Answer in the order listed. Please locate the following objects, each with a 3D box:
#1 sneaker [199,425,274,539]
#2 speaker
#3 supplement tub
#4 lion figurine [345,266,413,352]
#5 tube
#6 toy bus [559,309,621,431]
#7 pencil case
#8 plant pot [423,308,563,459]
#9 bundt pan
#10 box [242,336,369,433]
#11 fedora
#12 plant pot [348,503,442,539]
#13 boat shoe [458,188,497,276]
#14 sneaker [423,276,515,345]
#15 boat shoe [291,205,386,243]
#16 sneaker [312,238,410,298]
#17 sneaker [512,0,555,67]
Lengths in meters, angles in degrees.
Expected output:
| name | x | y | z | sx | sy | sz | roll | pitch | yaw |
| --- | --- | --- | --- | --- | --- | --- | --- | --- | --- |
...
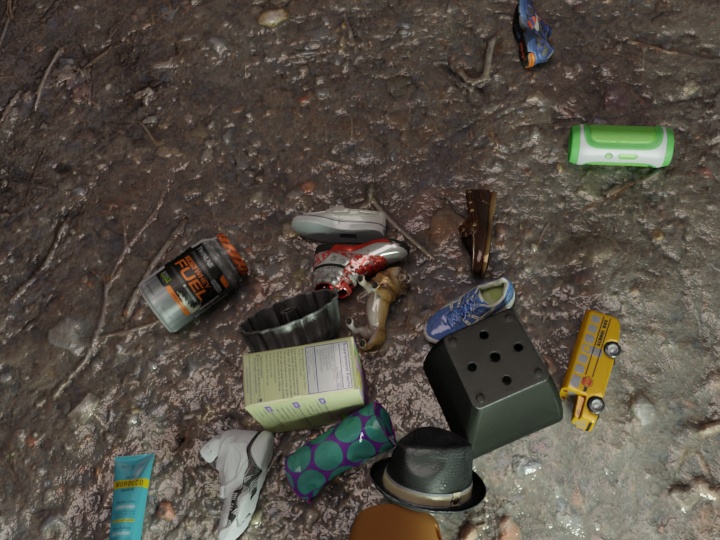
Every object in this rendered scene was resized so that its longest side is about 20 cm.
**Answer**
| name | x | y | z | sx | sy | sz | roll | pitch | yaw |
| --- | --- | --- | --- | --- | --- | --- | --- | --- | --- |
| sneaker | -0.235 | 0.371 | 1.230 | 0.113 | 0.075 | 0.202 | 11 | 60 | 15 |
| speaker | 0.534 | -0.258 | 1.433 | 0.197 | 0.089 | 0.090 | 4 | 63 | 10 |
| supplement tub | -0.332 | 0.020 | 1.395 | 0.199 | 0.123 | 0.123 | -37 | 64 | -11 |
| lion figurine | 0.033 | 0.082 | 1.335 | 0.072 | 0.122 | 0.203 | 16 | 82 | 33 |
| tube | -0.416 | 0.431 | 1.244 | 0.076 | 0.051 | 0.202 | -3 | 57 | -2 |
| toy bus | 0.410 | 0.177 | 1.237 | 0.077 | 0.065 | 0.202 | 18 | 67 | 17 |
| pencil case | -0.032 | 0.315 | 1.203 | 0.198 | 0.085 | 0.093 | -31 | 105 | 4 |
| plant pot | 0.229 | 0.182 | 1.199 | 0.197 | 0.178 | 0.202 | -22 | 63 | -3 |
| bundt pan | -0.124 | 0.107 | 1.299 | 0.199 | 0.202 | 0.077 | -20 | 103 | -2 |
| box | -0.092 | 0.207 | 1.232 | 0.197 | 0.176 | 0.098 | -9 | 62 | 4 |
| fedora | 0.116 | 0.313 | 1.136 | 0.198 | 0.200 | 0.093 | 13 | 101 | 14 |
| plant pot | 0.053 | 0.461 | 1.083 | 0.197 | 0.202 | 0.141 | -1 | 47 | 8 |
| boat shoe | 0.231 | -0.078 | 1.394 | 0.069 | 0.071 | 0.202 | 9 | 56 | 5 |
| sneaker | 0.204 | 0.071 | 1.316 | 0.199 | 0.077 | 0.076 | -32 | 64 | -7 |
| boat shoe | -0.043 | -0.103 | 1.446 | 0.197 | 0.072 | 0.067 | 3 | 59 | 9 |
| sneaker | 0.000 | 0.001 | 1.385 | 0.198 | 0.068 | 0.109 | -3 | 57 | 13 |
| sneaker | 0.404 | -0.562 | 1.623 | 0.077 | 0.075 | 0.203 | -4 | 70 | -4 |
